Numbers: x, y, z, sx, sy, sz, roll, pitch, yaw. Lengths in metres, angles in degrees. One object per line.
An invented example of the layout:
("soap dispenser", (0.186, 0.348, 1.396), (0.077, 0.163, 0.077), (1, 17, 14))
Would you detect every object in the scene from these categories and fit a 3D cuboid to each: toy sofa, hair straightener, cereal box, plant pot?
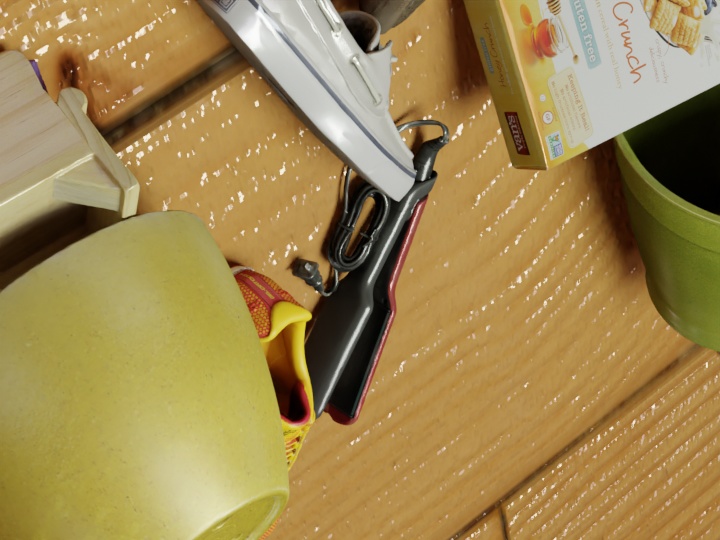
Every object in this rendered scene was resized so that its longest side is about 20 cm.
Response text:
("toy sofa", (-0.212, -0.013, 1.011), (0.200, 0.098, 0.083), (-33, 162, -24))
("hair straightener", (0.000, 0.000, 1.254), (0.077, 0.041, 0.200), (7, 113, -48))
("cereal box", (0.154, -0.162, 1.245), (0.200, 0.039, 0.144), (-28, 108, -28))
("plant pot", (0.256, -0.048, 1.378), (0.200, 0.200, 0.193), (-35, 150, -21))
("plant pot", (-0.117, 0.089, 1.066), (0.200, 0.142, 0.200), (-36, 164, -12))

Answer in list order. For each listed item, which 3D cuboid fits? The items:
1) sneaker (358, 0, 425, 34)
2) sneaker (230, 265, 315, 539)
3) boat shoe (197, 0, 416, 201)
("sneaker", (0.042, -0.218, 1.119), (0.200, 0.075, 0.070), (-54, 172, 35))
("sneaker", (-0.065, 0.093, 1.233), (0.073, 0.077, 0.201), (-28, 137, -30))
("boat shoe", (-0.014, -0.111, 1.137), (0.066, 0.072, 0.200), (-46, 133, -2))
